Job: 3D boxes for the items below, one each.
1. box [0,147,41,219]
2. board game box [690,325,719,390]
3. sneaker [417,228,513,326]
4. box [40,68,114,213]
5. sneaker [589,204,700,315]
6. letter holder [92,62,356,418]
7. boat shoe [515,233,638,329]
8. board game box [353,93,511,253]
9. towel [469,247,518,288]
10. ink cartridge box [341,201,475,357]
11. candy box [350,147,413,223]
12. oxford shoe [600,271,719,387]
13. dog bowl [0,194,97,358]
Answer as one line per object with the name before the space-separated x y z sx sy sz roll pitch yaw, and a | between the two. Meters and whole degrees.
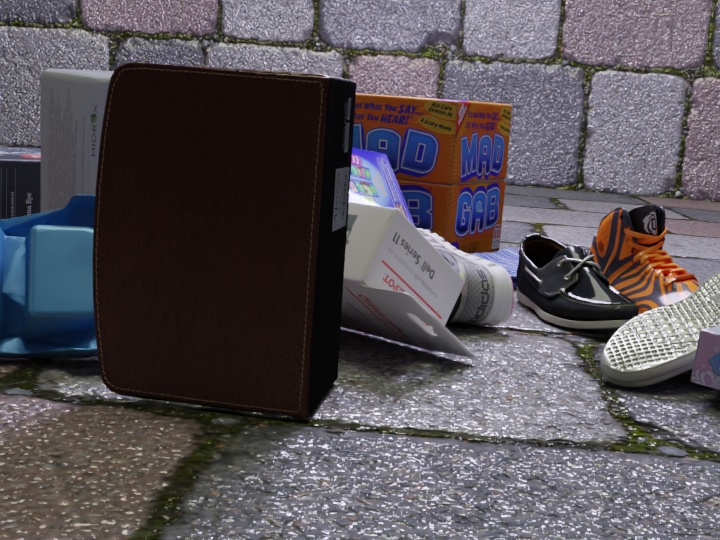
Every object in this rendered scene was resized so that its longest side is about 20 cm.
box | -0.418 -0.085 1.214 0.181 0.105 0.199 -3 11 -34
board game box | 0.367 0.075 0.742 0.199 0.044 0.198 17 14 41
sneaker | 0.046 0.002 0.976 0.087 0.074 0.199 5 11 -40
box | -0.171 -0.075 0.960 0.198 0.202 0.171 -3 13 -35
sneaker | 0.276 -0.004 1.003 0.077 0.113 0.200 -1 10 -28
letter holder | -0.085 -0.024 0.669 0.141 0.202 0.101 5 9 8
boat shoe | 0.200 0.012 1.013 0.071 0.068 0.200 -3 14 -14
board game box | 0.065 -0.125 1.393 0.199 0.202 0.199 9 10 26
towel | 0.188 -0.006 1.268 0.144 0.024 0.199 12 12 37
ink cartridge box | 0.000 0.000 0.838 0.199 0.068 0.117 12 -21 40
candy box | -0.057 -0.079 1.183 0.198 0.077 0.170 11 32 -18
oxford shoe | 0.260 0.055 0.825 0.199 0.058 0.075 -23 32 -38
dog bowl | -0.233 0.008 0.716 0.198 0.112 0.050 1 -23 -17
